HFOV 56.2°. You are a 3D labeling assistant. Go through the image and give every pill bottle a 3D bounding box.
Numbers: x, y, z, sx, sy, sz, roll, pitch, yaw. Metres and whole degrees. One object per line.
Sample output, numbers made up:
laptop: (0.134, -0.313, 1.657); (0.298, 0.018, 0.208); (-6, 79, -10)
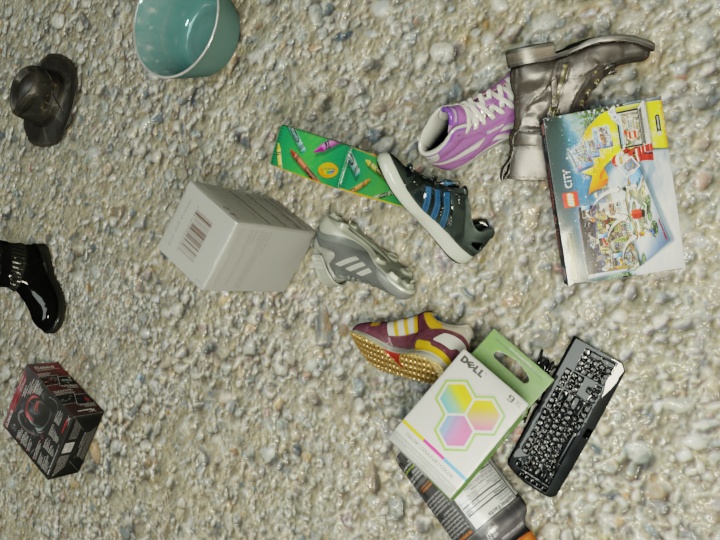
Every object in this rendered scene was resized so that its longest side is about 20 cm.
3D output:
pill bottle: (0.143, 0.295, 0.879); (0.106, 0.106, 0.201); (-46, 66, 20)

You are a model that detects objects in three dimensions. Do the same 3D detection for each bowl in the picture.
bowl: (-0.286, -0.419, 1.169); (0.199, 0.105, 0.204); (-2, 86, 31)

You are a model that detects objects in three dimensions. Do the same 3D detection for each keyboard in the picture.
keyboard: (0.245, 0.184, 0.863); (0.104, 0.040, 0.202); (30, 101, 27)

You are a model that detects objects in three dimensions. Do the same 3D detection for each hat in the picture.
hat: (-0.681, -0.364, 1.412); (0.199, 0.081, 0.203); (-1, 88, 30)

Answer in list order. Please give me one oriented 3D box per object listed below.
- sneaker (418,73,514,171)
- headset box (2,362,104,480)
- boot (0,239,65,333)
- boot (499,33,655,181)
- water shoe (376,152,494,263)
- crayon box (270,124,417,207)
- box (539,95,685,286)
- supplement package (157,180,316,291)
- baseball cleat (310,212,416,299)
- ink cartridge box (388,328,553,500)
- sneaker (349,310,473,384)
sneaker: (0.163, -0.207, 0.890); (0.200, 0.114, 0.073); (-41, 67, 21)
headset box: (-0.621, 0.289, 1.347); (0.199, 0.075, 0.150); (33, 103, 27)
boot: (-0.698, 0.032, 1.358); (0.079, 0.157, 0.213); (-33, 72, 24)
boot: (0.270, -0.199, 0.852); (0.197, 0.069, 0.176); (-6, 103, 5)
water shoe: (0.102, -0.098, 0.901); (0.079, 0.200, 0.072); (-39, 28, 11)
crayon box: (-0.017, -0.142, 0.941); (0.118, 0.199, 0.059); (23, 99, 29)
box: (0.298, -0.092, 0.803); (0.135, 0.038, 0.203); (-9, 93, 10)
supplement package: (-0.184, -0.047, 1.034); (0.117, 0.199, 0.118); (38, 106, 26)
baseball cleat: (0.000, 0.000, 1.010); (0.200, 0.069, 0.107); (45, 116, 34)
ink cartridge box: (0.139, 0.171, 0.834); (0.104, 0.059, 0.200); (40, 82, 23)
sneaker: (0.071, 0.099, 0.960); (0.199, 0.075, 0.090); (13, 50, 48)
